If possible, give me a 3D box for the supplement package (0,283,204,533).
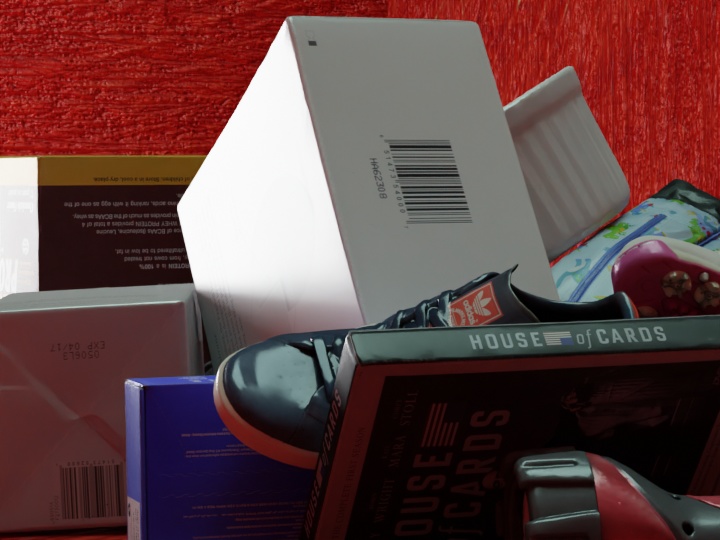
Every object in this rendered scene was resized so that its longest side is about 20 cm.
[{"bbox_3d":[-0.150,0.073,1.260,0.120,0.121,0.200,-3,3,-2],"label":"supplement package"}]

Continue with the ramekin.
[{"bbox_3d":[0.079,-0.038,1.432,0.200,0.098,0.200,-34,1,0],"label":"ramekin"}]

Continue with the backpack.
[{"bbox_3d":[0.165,0.051,1.374,0.199,0.165,0.153,-13,32,-41],"label":"backpack"}]

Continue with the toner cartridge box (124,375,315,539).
[{"bbox_3d":[-0.011,0.096,1.044,0.198,0.096,0.043,-1,2,-17],"label":"toner cartridge box"}]

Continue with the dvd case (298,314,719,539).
[{"bbox_3d":[0.078,0.082,0.979,0.198,0.151,0.025,-2,44,-17],"label":"dvd case"}]

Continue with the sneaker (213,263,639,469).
[{"bbox_3d":[0.034,0.036,0.987,0.198,0.075,0.085,-3,-39,-20],"label":"sneaker"}]

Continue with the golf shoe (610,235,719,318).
[{"bbox_3d":[0.209,0.020,1.286,0.075,0.092,0.199,-38,-47,25],"label":"golf shoe"}]

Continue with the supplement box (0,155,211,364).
[{"bbox_3d":[-0.161,0.019,1.574,0.196,0.202,0.132,-2,3,-29],"label":"supplement box"}]

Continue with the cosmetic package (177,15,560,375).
[{"bbox_3d":[0.000,0.000,1.210,0.122,0.201,0.200,-1,-28,-27],"label":"cosmetic package"}]

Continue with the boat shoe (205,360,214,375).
[{"bbox_3d":[-0.027,0.072,1.458,0.199,0.072,0.068,-7,-43,41],"label":"boat shoe"}]

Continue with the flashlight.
[{"bbox_3d":[0.160,0.106,0.942,0.198,0.068,0.068,-2,-1,-10],"label":"flashlight"}]
